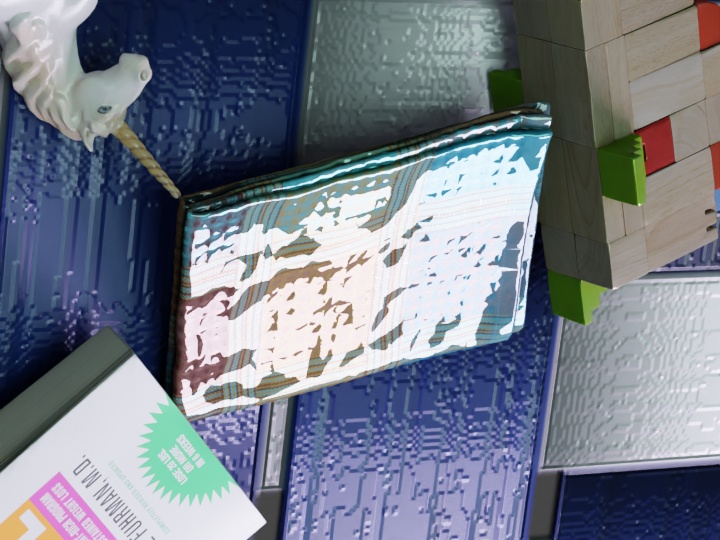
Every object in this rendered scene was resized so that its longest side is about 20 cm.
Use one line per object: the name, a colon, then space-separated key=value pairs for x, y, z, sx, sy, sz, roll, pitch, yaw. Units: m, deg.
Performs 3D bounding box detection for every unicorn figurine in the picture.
unicorn figurine: x=-0.141 y=-0.132 z=1.228 sx=0.199 sy=0.074 sz=0.138 roll=18 pitch=107 yaw=-40

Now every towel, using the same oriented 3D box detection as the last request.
towel: x=0.000 y=0.000 z=1.355 sx=0.199 sy=0.022 sz=0.147 roll=-16 pitch=135 yaw=-24

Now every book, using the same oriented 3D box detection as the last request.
book: x=-0.157 y=0.138 z=1.325 sx=0.200 sy=0.048 sz=0.134 roll=-41 pitch=127 yaw=-7

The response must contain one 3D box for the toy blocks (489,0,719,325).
toy blocks: x=0.150 y=-0.088 z=1.405 sx=0.136 sy=0.100 sz=0.201 roll=-25 pitch=118 yaw=-33
